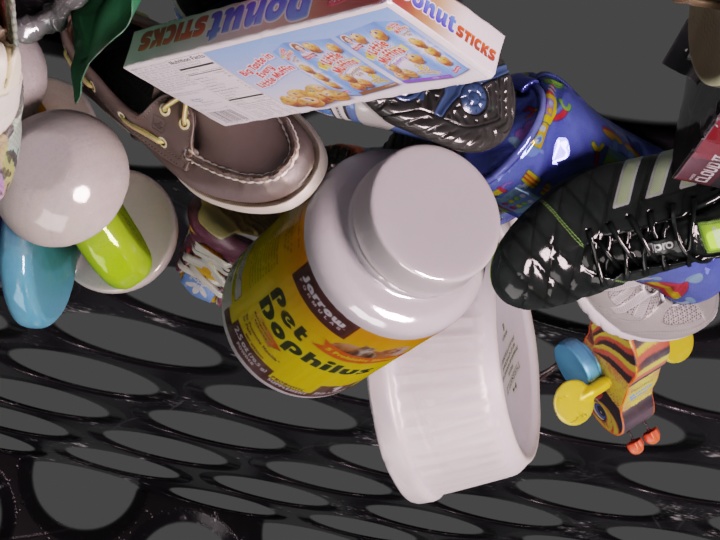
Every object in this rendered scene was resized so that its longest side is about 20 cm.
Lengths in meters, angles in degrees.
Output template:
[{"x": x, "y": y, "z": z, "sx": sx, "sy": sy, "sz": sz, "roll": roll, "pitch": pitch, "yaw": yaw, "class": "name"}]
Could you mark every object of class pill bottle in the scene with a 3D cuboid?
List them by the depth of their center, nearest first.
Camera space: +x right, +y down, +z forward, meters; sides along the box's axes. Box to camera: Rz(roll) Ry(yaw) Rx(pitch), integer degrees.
[{"x": 0.000, "y": 0.000, "z": 0.915, "sx": 0.109, "sy": 0.110, "sz": 0.200, "roll": 18, "pitch": 155, "yaw": -18, "class": "pill bottle"}]

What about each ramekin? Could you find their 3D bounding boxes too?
[{"x": 0.075, "y": 0.069, "z": 1.197, "sx": 0.094, "sy": 0.203, "sz": 0.202, "roll": -8, "pitch": 158, "yaw": 16, "class": "ramekin"}]

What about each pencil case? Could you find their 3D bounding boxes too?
[{"x": 0.147, "y": -0.050, "z": 0.947, "sx": 0.199, "sy": 0.087, "sz": 0.078, "roll": 24, "pitch": -175, "yaw": -31, "class": "pencil case"}]

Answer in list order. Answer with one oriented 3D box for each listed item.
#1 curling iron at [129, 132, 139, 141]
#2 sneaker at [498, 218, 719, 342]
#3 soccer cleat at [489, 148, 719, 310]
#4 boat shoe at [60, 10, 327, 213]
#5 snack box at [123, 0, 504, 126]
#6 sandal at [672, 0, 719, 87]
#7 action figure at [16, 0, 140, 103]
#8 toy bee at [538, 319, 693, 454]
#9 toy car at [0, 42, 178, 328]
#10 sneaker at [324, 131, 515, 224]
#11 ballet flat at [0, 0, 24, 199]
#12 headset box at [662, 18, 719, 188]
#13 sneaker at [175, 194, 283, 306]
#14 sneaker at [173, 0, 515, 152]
[{"x": -0.068, "y": -0.062, "z": 1.026, "sx": 0.200, "sy": 0.050, "sz": 0.026, "roll": 30, "pitch": 124, "yaw": 10, "class": "curling iron"}, {"x": 0.180, "y": -0.004, "z": 1.071, "sx": 0.200, "sy": 0.075, "sz": 0.082, "roll": 24, "pitch": 161, "yaw": -33, "class": "sneaker"}, {"x": 0.166, "y": -0.029, "z": 0.866, "sx": 0.081, "sy": 0.199, "sz": 0.068, "roll": -123, "pitch": 11, "yaw": -61, "class": "soccer cleat"}, {"x": -0.100, "y": -0.096, "z": 0.902, "sx": 0.200, "sy": 0.072, "sz": 0.060, "roll": 35, "pitch": 172, "yaw": 38, "class": "boat shoe"}, {"x": -0.029, "y": -0.104, "z": 0.761, "sx": 0.072, "sy": 0.024, "sz": 0.200, "roll": 29, "pitch": 159, "yaw": -37, "class": "snack box"}, {"x": 0.138, "y": -0.149, "z": 0.636, "sx": 0.057, "sy": 0.080, "sz": 0.201, "roll": -9, "pitch": 150, "yaw": 6, "class": "sandal"}, {"x": -0.114, "y": -0.170, "z": 0.726, "sx": 0.055, "sy": 0.119, "sz": 0.200, "roll": -8, "pitch": 166, "yaw": -35, "class": "action figure"}, {"x": 0.216, "y": 0.087, "z": 1.286, "sx": 0.131, "sy": 0.109, "sz": 0.200, "roll": -35, "pitch": 166, "yaw": 1, "class": "toy bee"}, {"x": -0.220, "y": -0.049, "z": 0.994, "sx": 0.200, "sy": 0.150, "sz": 0.175, "roll": 48, "pitch": 176, "yaw": 16, "class": "toy car"}, {"x": 0.041, "y": -0.054, "z": 1.045, "sx": 0.078, "sy": 0.076, "sz": 0.200, "roll": 14, "pitch": 173, "yaw": -38, "class": "sneaker"}, {"x": -0.188, "y": -0.125, "z": 0.750, "sx": 0.069, "sy": 0.201, "sz": 0.071, "roll": -8, "pitch": -172, "yaw": -37, "class": "ballet flat"}, {"x": 0.248, "y": -0.085, "z": 0.770, "sx": 0.199, "sy": 0.075, "sz": 0.149, "roll": 12, "pitch": 163, "yaw": 1, "class": "headset box"}, {"x": -0.090, "y": -0.012, "z": 1.096, "sx": 0.075, "sy": 0.090, "sz": 0.200, "roll": 43, "pitch": -173, "yaw": 7, "class": "sneaker"}, {"x": -0.008, "y": -0.121, "z": 0.859, "sx": 0.199, "sy": 0.076, "sz": 0.077, "roll": 25, "pitch": 167, "yaw": -10, "class": "sneaker"}]
